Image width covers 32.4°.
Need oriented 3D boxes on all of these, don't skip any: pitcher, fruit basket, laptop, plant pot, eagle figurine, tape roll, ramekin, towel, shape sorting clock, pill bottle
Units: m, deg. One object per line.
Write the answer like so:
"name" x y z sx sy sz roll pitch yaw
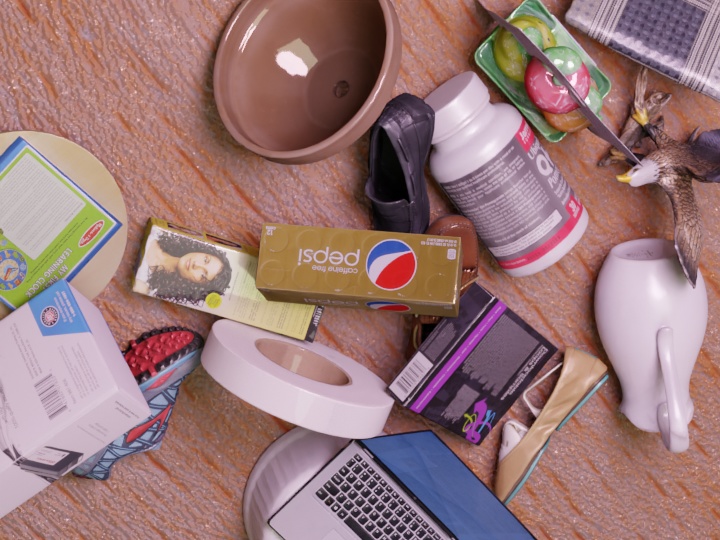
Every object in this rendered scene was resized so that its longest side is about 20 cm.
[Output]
"pitcher" 0.320 0.080 1.331 0.120 0.172 0.202 -8 107 -1
"fruit basket" 0.196 -0.193 1.220 0.094 0.200 0.185 -45 108 3
"laptop" 0.044 0.267 1.248 0.200 0.116 0.187 -43 108 2
"plant pot" -0.038 -0.191 1.206 0.202 0.200 0.092 -54 147 5
"eagle figurine" 0.330 -0.094 1.269 0.150 0.200 0.152 -36 138 -7
"tape roll" -0.062 0.107 1.244 0.201 0.203 0.037 20 99 -16
"ramekin" -0.025 0.272 1.347 0.198 0.098 0.203 -3 104 -11
"towel" 0.324 -0.288 1.257 0.191 0.035 0.201 27 74 4
"shape sorting clock" -0.332 -0.042 1.232 0.197 0.039 0.203 -4 109 -12
"pill bottle" 0.140 -0.101 1.279 0.110 0.111 0.201 -39 109 0

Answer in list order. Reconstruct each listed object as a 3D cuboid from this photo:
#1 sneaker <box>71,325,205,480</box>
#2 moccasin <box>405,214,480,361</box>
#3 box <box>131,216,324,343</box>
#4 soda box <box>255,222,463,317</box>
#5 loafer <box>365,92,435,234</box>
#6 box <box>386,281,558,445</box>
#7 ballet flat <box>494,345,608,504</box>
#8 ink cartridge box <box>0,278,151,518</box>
"sneaker" -0.231 0.140 1.294 0.199 0.079 0.096 -39 126 4
"moccasin" 0.086 0.037 1.295 0.073 0.078 0.203 5 119 -16
"box" -0.132 0.010 1.283 0.198 0.050 0.076 16 100 -16
"soda box" 0.000 0.000 1.217 0.197 0.064 0.069 4 77 9
"loafer" 0.032 -0.084 1.251 0.070 0.068 0.202 -36 145 -35
"box" 0.123 0.103 1.310 0.143 0.036 0.200 -50 145 3
"ballet flat" 0.198 0.170 1.391 0.063 0.069 0.201 38 99 9
"ink cartridge box" -0.329 0.130 1.215 0.199 0.145 0.084 -34 151 0
